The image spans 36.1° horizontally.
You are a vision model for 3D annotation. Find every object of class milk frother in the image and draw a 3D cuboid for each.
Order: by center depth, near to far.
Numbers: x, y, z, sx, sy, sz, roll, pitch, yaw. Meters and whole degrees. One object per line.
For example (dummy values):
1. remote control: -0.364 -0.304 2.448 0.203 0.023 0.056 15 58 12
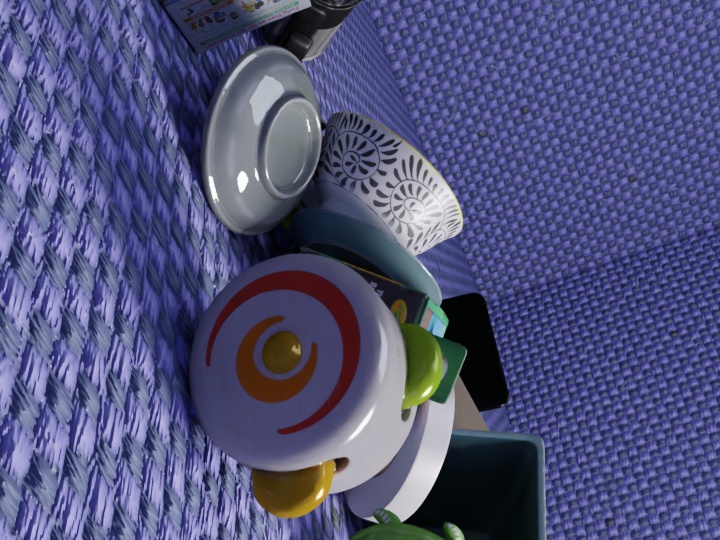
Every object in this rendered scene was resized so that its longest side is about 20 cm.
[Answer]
1. milk frother: -0.115 -0.400 1.581 0.200 0.181 0.188 43 -23 -6

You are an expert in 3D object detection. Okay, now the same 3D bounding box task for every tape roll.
1. tape roll: 0.041 0.188 1.270 0.037 0.204 0.205 21 35 -21

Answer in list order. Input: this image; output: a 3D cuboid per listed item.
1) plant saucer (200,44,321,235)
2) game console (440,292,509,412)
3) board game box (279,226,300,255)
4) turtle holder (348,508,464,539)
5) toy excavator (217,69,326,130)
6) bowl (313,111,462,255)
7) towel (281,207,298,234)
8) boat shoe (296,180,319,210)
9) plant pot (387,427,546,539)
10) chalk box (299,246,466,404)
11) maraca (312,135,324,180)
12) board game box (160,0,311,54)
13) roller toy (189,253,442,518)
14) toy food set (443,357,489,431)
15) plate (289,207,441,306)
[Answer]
1. plant saucer: -0.089 -0.133 1.170 0.199 0.049 0.204 -34 131 -50
2. game console: 0.120 0.157 1.687 0.177 0.114 0.203 124 -34 -44
3. board game box: -0.061 0.032 1.375 0.201 0.034 0.137 -89 159 -60
4. turtle holder: 0.054 0.344 1.109 0.184 0.142 0.132 35 33 0
5. toy excavator: -0.120 -0.220 1.345 0.202 0.099 0.194 62 9 29
6. bowl: 0.011 -0.075 1.261 0.199 0.095 0.201 37 -16 12
7. towel: -0.059 -0.046 1.354 0.200 0.018 0.086 43 15 -28
8. boat shoe: -0.014 -0.078 1.396 0.199 0.068 0.075 25 32 -56
9. plant pot: 0.119 0.332 1.365 0.202 0.192 0.199 91 4 -52
10. chalk box: 0.016 0.077 1.169 0.127 0.197 0.124 -66 162 -7
11. maraca: -0.041 -0.109 1.517 0.200 0.105 0.139 54 19 -64
12. board game box: -0.155 -0.339 1.182 0.201 0.145 0.065 57 16 -57
13. roller toy: -0.050 0.089 0.940 0.182 0.201 0.140 37 -7 27
14. toy food set: 0.093 0.195 1.531 0.142 0.061 0.202 11 39 -43
15. plate: 0.000 0.000 1.256 0.026 0.197 0.201 -59 146 -22
